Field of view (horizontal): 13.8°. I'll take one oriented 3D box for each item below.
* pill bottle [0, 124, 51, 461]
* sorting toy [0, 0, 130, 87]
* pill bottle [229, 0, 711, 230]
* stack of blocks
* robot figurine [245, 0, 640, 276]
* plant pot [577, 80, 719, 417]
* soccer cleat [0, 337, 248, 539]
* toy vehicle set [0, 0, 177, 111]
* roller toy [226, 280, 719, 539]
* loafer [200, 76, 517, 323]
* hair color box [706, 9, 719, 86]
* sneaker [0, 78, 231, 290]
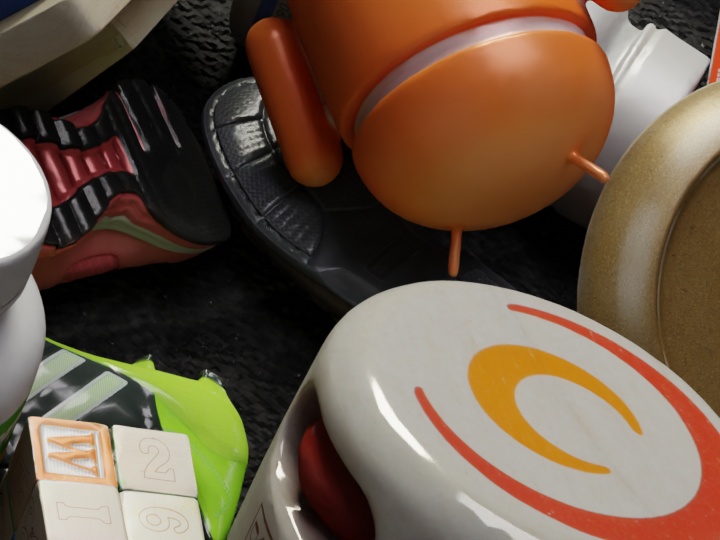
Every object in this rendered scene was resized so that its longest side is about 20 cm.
[{"bbox_3d":[-0.170,0.040,0.998,0.110,0.201,0.111,15,41,-14],"label":"pill bottle"},{"bbox_3d":[-0.151,-0.131,1.191,0.070,0.198,0.200,55,37,-16],"label":"sorting toy"},{"bbox_3d":[0.051,-0.105,1.349,0.199,0.114,0.114,31,39,4],"label":"pill bottle"},{"bbox_3d":[-0.088,0.162,0.979,0.058,0.115,0.201,8,43,-21],"label":"stack of blocks"},{"bbox_3d":[0.032,-0.101,1.223,0.143,0.117,0.201,-14,65,-18],"label":"robot figurine"},{"bbox_3d":[0.183,0.016,1.223,0.199,0.027,0.201,2,85,-23],"label":"plant pot"},{"bbox_3d":[-0.136,0.058,1.108,0.199,0.068,0.081,15,50,-16],"label":"soccer cleat"},{"bbox_3d":[-0.103,-0.123,1.275,0.027,0.124,0.200,50,37,-12],"label":"toy vehicle set"},{"bbox_3d":[0.045,0.106,1.095,0.199,0.140,0.182,34,29,12],"label":"roller toy"},{"bbox_3d":[0.000,0.000,1.260,0.072,0.063,0.200,-32,61,-27],"label":"loafer"},{"bbox_3d":[0.203,-0.063,1.345,0.064,0.111,0.201,-4,53,27],"label":"hair color box"},{"bbox_3d":[-0.128,-0.027,1.199,0.200,0.086,0.074,-4,70,-62],"label":"sneaker"}]
